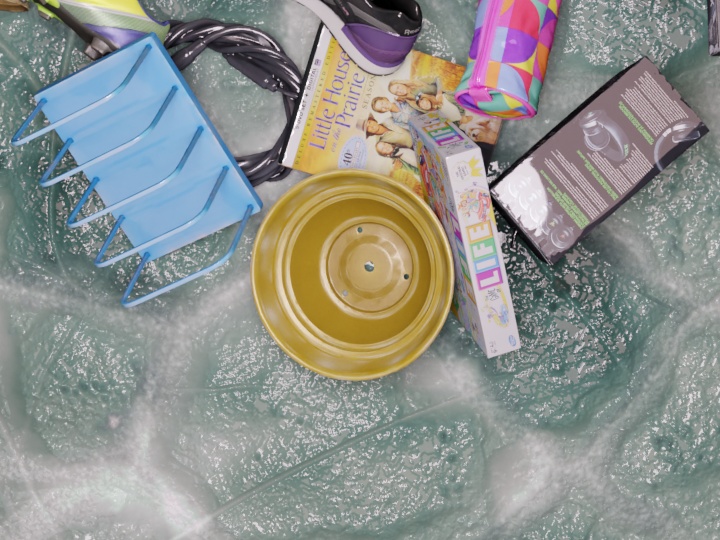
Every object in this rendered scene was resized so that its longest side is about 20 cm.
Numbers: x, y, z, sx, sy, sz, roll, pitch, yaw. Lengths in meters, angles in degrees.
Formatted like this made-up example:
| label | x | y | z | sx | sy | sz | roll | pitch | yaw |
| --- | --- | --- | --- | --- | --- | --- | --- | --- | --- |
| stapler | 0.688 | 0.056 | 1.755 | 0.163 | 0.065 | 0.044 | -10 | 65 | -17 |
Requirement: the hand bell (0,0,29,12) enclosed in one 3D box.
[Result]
| label | x | y | z | sx | sy | sz | roll | pitch | yaw |
| --- | --- | --- | --- | --- | --- | --- | --- | --- | --- |
| hand bell | -0.356 | -0.359 | 1.594 | 0.104 | 0.104 | 0.201 | 9 | 89 | 2 |

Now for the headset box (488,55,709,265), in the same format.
| label | x | y | z | sx | sy | sz | roll | pitch | yaw |
| --- | --- | --- | --- | --- | --- | --- | --- | --- | --- |
| headset box | 0.209 | -0.096 | 1.545 | 0.200 | 0.174 | 0.093 | -41 | 90 | 2 |

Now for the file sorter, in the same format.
| label | x | y | z | sx | sy | sz | roll | pitch | yaw |
| --- | --- | --- | --- | --- | --- | --- | --- | --- | --- |
| file sorter | -0.209 | -0.088 | 1.536 | 0.138 | 0.123 | 0.200 | -23 | 113 | 20 |

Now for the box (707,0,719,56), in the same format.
| label | x | y | z | sx | sy | sz | roll | pitch | yaw |
| --- | --- | --- | --- | --- | --- | --- | --- | --- | --- |
| box | 0.413 | -0.312 | 1.590 | 0.157 | 0.050 | 0.201 | -4 | 93 | 2 |

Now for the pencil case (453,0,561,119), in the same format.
| label | x | y | z | sx | sy | sz | roll | pitch | yaw |
| --- | --- | --- | --- | --- | --- | --- | --- | --- | --- |
| pencil case | 0.146 | -0.244 | 1.568 | 0.088 | 0.088 | 0.201 | 11 | 79 | 1 |

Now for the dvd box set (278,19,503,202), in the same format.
| label | x | y | z | sx | sy | sz | roll | pitch | yaw |
| --- | --- | --- | --- | --- | --- | --- | --- | --- | --- |
| dvd box set | 0.035 | -0.143 | 1.597 | 0.199 | 0.029 | 0.147 | 17 | 93 | -13 |

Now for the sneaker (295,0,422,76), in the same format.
| label | x | y | z | sx | sy | sz | roll | pitch | yaw |
| --- | --- | --- | --- | --- | --- | --- | --- | --- | --- |
| sneaker | -0.019 | -0.279 | 1.535 | 0.200 | 0.088 | 0.076 | 42 | 55 | 5 |

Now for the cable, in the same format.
| label | x | y | z | sx | sy | sz | roll | pitch | yaw |
| --- | --- | --- | --- | --- | --- | --- | --- | --- | --- |
| cable | -0.137 | -0.164 | 1.622 | 0.199 | 0.051 | 0.164 | 3 | 88 | 4 |

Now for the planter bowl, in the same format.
| label | x | y | z | sx | sy | sz | roll | pitch | yaw |
| --- | --- | --- | --- | --- | --- | --- | --- | --- | --- |
| planter bowl | 0.000 | 0.000 | 1.594 | 0.199 | 0.083 | 0.201 | 2 | 97 | 14 |

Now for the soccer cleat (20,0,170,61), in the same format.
| label | x | y | z | sx | sy | sz | roll | pitch | yaw |
| --- | --- | --- | --- | --- | --- | --- | --- | --- | --- |
| soccer cleat | -0.267 | -0.270 | 1.560 | 0.200 | 0.065 | 0.084 | 42 | 72 | -19 |

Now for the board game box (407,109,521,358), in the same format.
| label | x | y | z | sx | sy | sz | roll | pitch | yaw |
| --- | --- | --- | --- | --- | --- | --- | --- | --- | --- |
| board game box | 0.096 | -0.036 | 1.540 | 0.034 | 0.134 | 0.201 | -17 | 112 | -8 |
